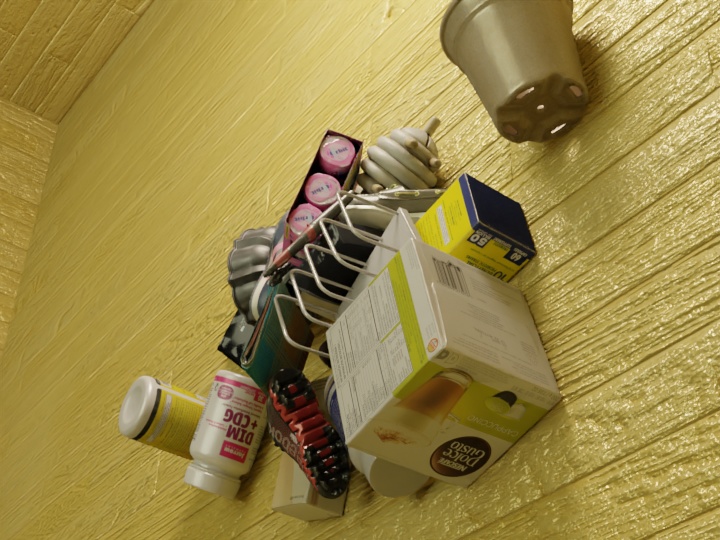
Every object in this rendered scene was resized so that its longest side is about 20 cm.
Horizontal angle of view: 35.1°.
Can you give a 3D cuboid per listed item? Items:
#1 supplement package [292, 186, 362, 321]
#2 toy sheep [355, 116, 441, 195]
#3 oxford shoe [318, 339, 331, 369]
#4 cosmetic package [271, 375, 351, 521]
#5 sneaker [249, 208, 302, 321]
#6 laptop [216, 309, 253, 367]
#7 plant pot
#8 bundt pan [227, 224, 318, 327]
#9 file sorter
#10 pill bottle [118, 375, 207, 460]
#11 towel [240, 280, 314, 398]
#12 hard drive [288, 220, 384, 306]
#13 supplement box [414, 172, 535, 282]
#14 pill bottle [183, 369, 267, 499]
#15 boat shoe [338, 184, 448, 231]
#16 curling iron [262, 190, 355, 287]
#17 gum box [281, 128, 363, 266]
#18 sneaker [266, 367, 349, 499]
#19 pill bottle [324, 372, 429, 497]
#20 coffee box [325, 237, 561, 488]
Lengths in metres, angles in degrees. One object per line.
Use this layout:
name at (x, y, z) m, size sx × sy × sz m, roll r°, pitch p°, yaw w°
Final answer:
supplement package at (-0.041, -0.035, 1.895) m, size 0.109 × 0.113 × 0.201 m, roll -31°, pitch 45°, yaw 46°
toy sheep at (0.065, -0.159, 1.803) m, size 0.200 × 0.138 × 0.138 m, roll -48°, pitch 29°, yaw 0°
oxford shoe at (-0.021, 0.125, 1.776) m, size 0.200 × 0.072 × 0.072 m, roll 0°, pitch 68°, yaw 60°
cosmetic package at (-0.065, 0.272, 1.734) m, size 0.105 × 0.071 × 0.201 m, roll -25°, pitch 47°, yaw 50°
sneaker at (-0.107, -0.005, 1.820) m, size 0.082 × 0.070 × 0.201 m, roll 5°, pitch 68°, yaw 32°
laptop at (-0.176, 0.087, 2.134) m, size 0.199 × 0.116 × 0.188 m, roll 32°, pitch 97°, yaw 33°
plant pot at (0.228, -0.285, 1.588) m, size 0.200 × 0.200 × 0.184 m, roll -42°, pitch 47°, yaw 35°
bundt pan at (-0.130, 0.012, 1.932) m, size 0.075 × 0.201 × 0.203 m, roll -20°, pitch 50°, yaw 38°
file sorter at (-0.016, 0.010, 1.581) m, size 0.201 × 0.124 × 0.139 m, roll -58°, pitch 28°, yaw 22°
pill bottle at (-0.320, 0.272, 2.030) m, size 0.112 × 0.199 × 0.113 m, roll -40°, pitch 36°, yaw 38°
towel at (-0.122, 0.118, 1.713) m, size 0.022 × 0.200 × 0.147 m, roll 10°, pitch 65°, yaw 19°
hard drive at (0.000, 0.000, 1.721) m, size 0.135 × 0.199 × 0.042 m, roll -52°, pitch 51°, yaw 20°
supplement box at (0.132, -0.017, 1.593) m, size 0.200 × 0.108 × 0.110 m, roll -47°, pitch 33°, yaw 30°
pill bottle at (-0.226, 0.282, 1.955) m, size 0.113 × 0.113 × 0.201 m, roll 0°, pitch 68°, yaw 59°
boat shoe at (0.065, -0.094, 1.712) m, size 0.072 × 0.200 × 0.061 m, roll 73°, pitch -157°, yaw -63°
curling iron at (-0.075, -0.050, 1.647) m, size 0.200 × 0.026 × 0.050 m, roll -49°, pitch -6°, yaw -24°
gum box at (-0.061, -0.104, 1.781) m, size 0.114 × 0.066 × 0.201 m, roll 99°, pitch -169°, yaw -60°
sneaker at (-0.080, 0.244, 1.647) m, size 0.201 × 0.070 × 0.098 m, roll 61°, pitch 147°, yaw 19°
pill bottle at (0.027, 0.215, 1.579) m, size 0.116 × 0.115 × 0.200 m, roll -56°, pitch 29°, yaw 15°
coffee box at (0.098, 0.121, 1.445) m, size 0.198 × 0.199 × 0.201 m, roll -48°, pitch 34°, yaw 27°
